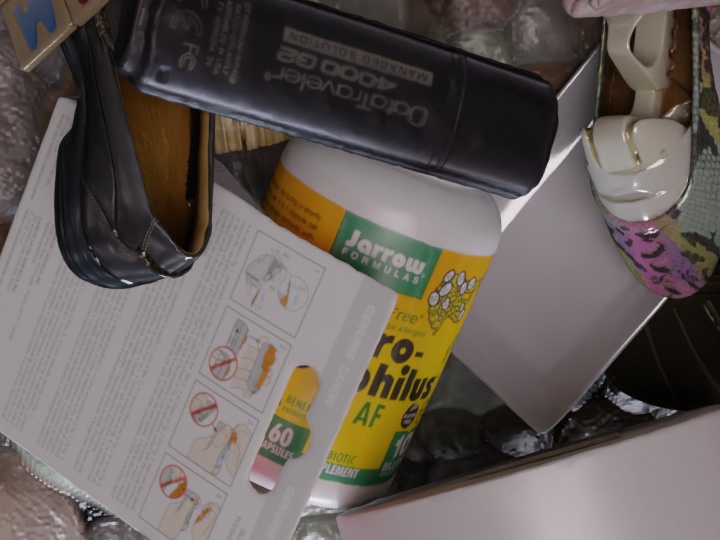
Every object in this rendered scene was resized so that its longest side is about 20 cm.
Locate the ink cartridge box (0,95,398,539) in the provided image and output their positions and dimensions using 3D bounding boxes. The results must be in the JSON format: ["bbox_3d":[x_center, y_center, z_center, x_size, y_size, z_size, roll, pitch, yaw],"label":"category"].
[{"bbox_3d":[-0.084,0.033,0.755,0.199,0.047,0.161,30,104,23],"label":"ink cartridge box"}]

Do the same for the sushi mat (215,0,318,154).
[{"bbox_3d":[-0.070,-0.154,0.771,0.095,0.012,0.202,-9,108,-5],"label":"sushi mat"}]

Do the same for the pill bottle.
[{"bbox_3d":[0.000,0.000,0.776,0.112,0.113,0.202,21,103,-13],"label":"pill bottle"}]

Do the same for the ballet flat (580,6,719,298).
[{"bbox_3d":[0.133,-0.088,0.761,0.069,0.071,0.202,1,90,33],"label":"ballet flat"}]

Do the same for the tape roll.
[{"bbox_3d":[0.092,0.122,0.775,0.200,0.202,0.072,-16,83,-2],"label":"tape roll"}]

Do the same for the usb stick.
[{"bbox_3d":[-0.004,-0.076,0.670,0.198,0.033,0.056,14,90,-28],"label":"usb stick"}]

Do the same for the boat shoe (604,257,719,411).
[{"bbox_3d":[0.211,0.014,0.808,0.199,0.068,0.072,-21,105,39],"label":"boat shoe"}]

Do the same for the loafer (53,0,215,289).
[{"bbox_3d":[-0.086,-0.094,0.685,0.072,0.072,0.202,-5,92,-40],"label":"loafer"}]

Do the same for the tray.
[{"bbox_3d":[0.118,-0.028,0.814,0.107,0.022,0.200,41,99,10],"label":"tray"}]

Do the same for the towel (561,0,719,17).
[{"bbox_3d":[0.202,-0.159,0.659,0.190,0.199,0.033,-14,82,-41],"label":"towel"}]

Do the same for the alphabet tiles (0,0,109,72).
[{"bbox_3d":[-0.096,-0.204,0.660,0.199,0.168,0.008,-35,153,28],"label":"alphabet tiles"}]
